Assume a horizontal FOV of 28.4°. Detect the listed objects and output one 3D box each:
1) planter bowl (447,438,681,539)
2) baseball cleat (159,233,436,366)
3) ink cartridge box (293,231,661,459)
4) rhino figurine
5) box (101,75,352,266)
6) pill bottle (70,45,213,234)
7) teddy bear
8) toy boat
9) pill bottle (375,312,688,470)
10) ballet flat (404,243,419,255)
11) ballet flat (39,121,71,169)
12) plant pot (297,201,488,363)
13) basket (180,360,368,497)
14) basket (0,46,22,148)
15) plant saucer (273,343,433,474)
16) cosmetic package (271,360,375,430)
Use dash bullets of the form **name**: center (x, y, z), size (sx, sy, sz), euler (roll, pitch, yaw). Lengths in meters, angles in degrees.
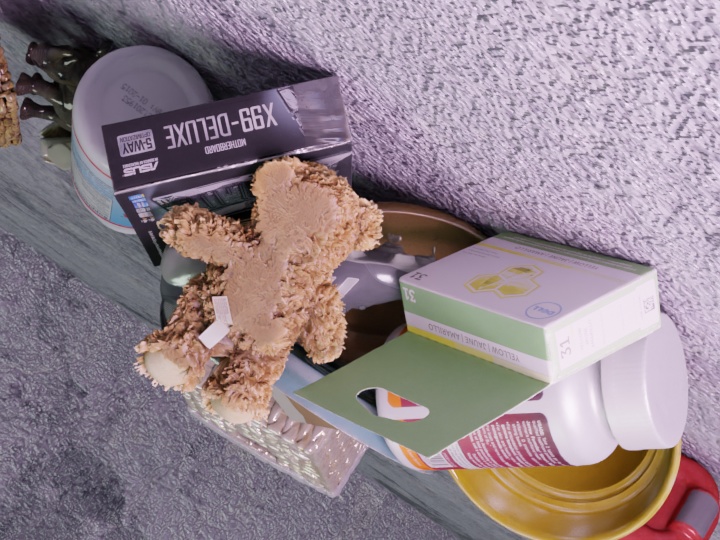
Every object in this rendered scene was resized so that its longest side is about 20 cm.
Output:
- **planter bowl**: center (0.158, 0.104, 1.094), size (0.200, 0.201, 0.083), euler (28, -153, 17)
- **baseball cleat**: center (-0.042, 0.025, 1.003), size (0.199, 0.107, 0.070), euler (5, -172, 4)
- **ink cartridge box**: center (0.072, 0.039, 0.906), size (0.145, 0.199, 0.048), euler (18, 124, 51)
- **rhino figurine**: center (-0.244, -0.160, 1.206), size (0.087, 0.060, 0.200), euler (14, 170, -8)
- **box**: center (-0.086, -0.065, 0.993), size (0.157, 0.050, 0.200), euler (-12, 167, -4)
- **pill bottle**: center (-0.178, -0.094, 1.142), size (0.108, 0.109, 0.200), euler (32, 162, -2)
- **teddy bear**: center (-0.069, 0.012, 0.941), size (0.144, 0.201, 0.067), euler (16, -161, 4)
- **toy boat**: center (0.234, 0.175, 1.287), size (0.199, 0.131, 0.131), euler (27, 138, 18)
- **pill bottle**: center (0.119, 0.082, 0.994), size (0.199, 0.110, 0.110), euler (-6, 149, 30)
- **ballet flat**: center (0.000, 0.000, 1.162), size (0.068, 0.073, 0.200), euler (31, 138, -5)
- **ballet flat**: center (-0.270, -0.122, 1.361), size (0.200, 0.067, 0.069), euler (-156, 55, -65)
- **plant pot**: center (0.021, 0.009, 1.085), size (0.199, 0.028, 0.201), euler (3, 143, 2)
- **basket**: center (-0.064, 0.092, 1.478), size (0.198, 0.201, 0.161), euler (28, 163, 16)
- **basket**: center (-0.373, -0.167, 1.188), size (0.200, 0.148, 0.144), euler (160, 93, -77)
- **plant saucer**: center (-0.022, 0.093, 1.107), size (0.200, 0.028, 0.200), euler (33, -179, -1)
- **cosmetic package**: center (-0.006, 0.089, 1.268), size (0.199, 0.071, 0.105), euler (4, 135, 50)
